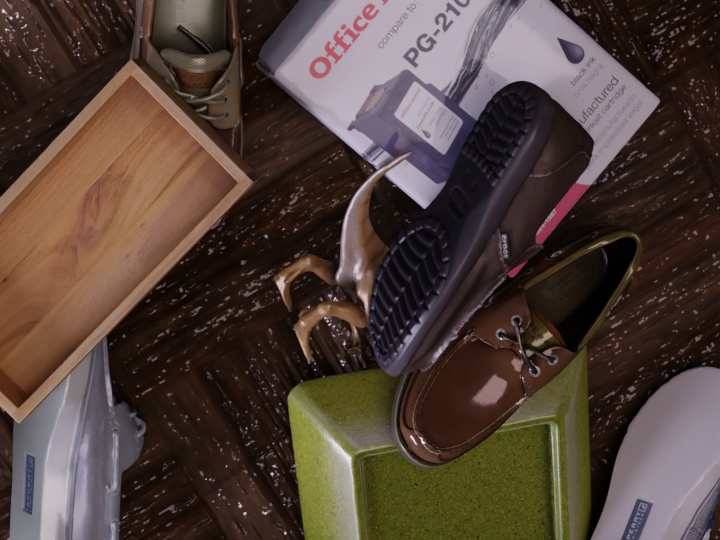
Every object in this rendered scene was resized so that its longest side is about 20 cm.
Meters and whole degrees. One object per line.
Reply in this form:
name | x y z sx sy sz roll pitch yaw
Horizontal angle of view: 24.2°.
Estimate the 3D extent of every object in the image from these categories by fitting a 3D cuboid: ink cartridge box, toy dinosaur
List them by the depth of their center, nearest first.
ink cartridge box | 0.057 -0.117 1.034 0.200 0.084 0.145 39 94 -17
toy dinosaur | 0.000 0.000 1.056 0.106 0.060 0.200 -22 135 -1

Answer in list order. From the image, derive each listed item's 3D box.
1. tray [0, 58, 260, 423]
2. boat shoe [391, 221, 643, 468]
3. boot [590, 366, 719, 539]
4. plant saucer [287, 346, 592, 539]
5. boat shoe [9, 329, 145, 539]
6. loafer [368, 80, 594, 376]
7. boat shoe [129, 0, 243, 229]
tray | -0.163 -0.017 0.978 0.099 0.037 0.200 45 98 -2
boat shoe | 0.097 0.039 1.032 0.072 0.068 0.200 46 69 -9
boot | 0.210 0.167 1.145 0.200 0.073 0.090 -60 143 -10
plant saucer | 0.063 0.155 1.098 0.199 0.048 0.201 -10 115 -8
boat shoe | -0.175 0.112 1.059 0.071 0.070 0.202 2 99 -35
loafer | 0.073 -0.013 0.979 0.071 0.073 0.200 17 121 -29
boat shoe | -0.106 -0.122 1.007 0.075 0.074 0.201 -4 103 -9
